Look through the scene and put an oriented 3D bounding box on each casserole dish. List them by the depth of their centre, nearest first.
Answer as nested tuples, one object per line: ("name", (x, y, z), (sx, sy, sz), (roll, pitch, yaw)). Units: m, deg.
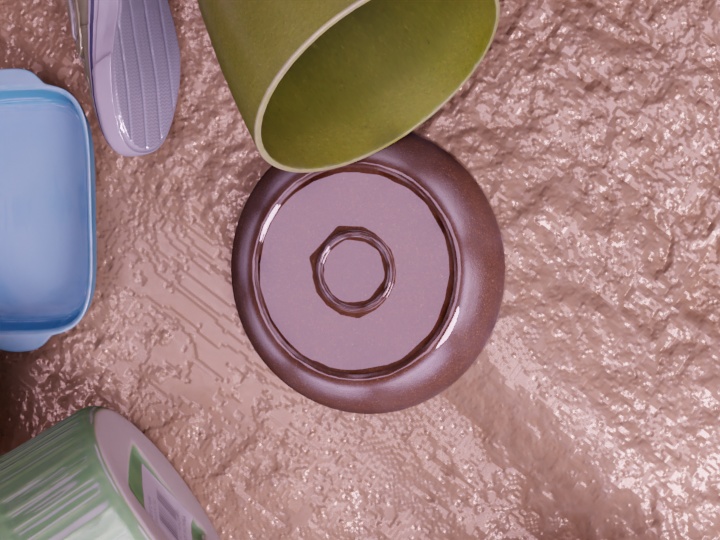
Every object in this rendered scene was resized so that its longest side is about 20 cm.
("casserole dish", (-0.242, -0.043, 1.805), (0.121, 0.039, 0.201), (-1, 92, 17))

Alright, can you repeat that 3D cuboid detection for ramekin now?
("ramekin", (-0.168, 0.189, 1.711), (0.098, 0.200, 0.200), (-35, 82, 7))

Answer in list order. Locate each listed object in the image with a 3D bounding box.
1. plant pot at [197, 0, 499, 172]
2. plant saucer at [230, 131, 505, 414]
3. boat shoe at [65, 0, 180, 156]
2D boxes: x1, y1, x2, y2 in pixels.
("plant pot", (-0.038, -0.202, 1.676), (0.187, 0.187, 0.200), (-41, 65, 14))
("plant saucer", (0.000, 0.000, 1.735), (0.199, 0.032, 0.201), (1, 93, 17))
("boat shoe", (-0.173, -0.178, 1.773), (0.062, 0.072, 0.201), (-7, 86, 42))
